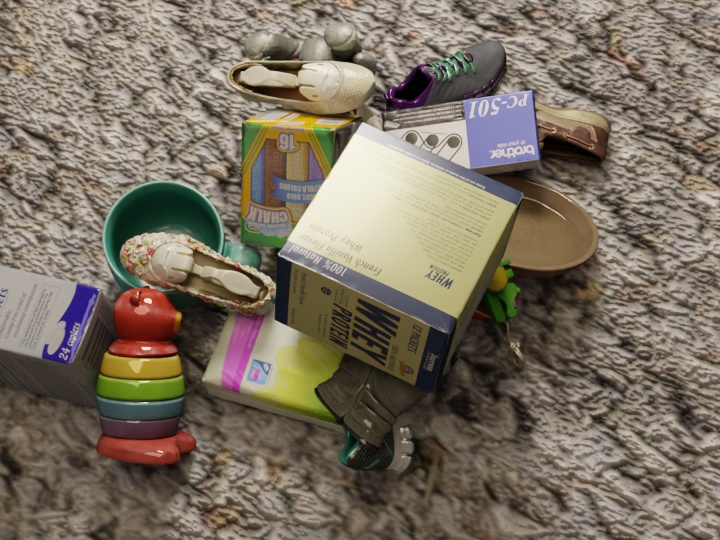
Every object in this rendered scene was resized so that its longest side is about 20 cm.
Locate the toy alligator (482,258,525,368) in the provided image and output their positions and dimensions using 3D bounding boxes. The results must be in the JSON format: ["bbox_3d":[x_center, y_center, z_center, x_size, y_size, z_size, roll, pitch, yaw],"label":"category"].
[{"bbox_3d":[0.162,0.016,1.537,0.054,0.059,0.200,-28,91,-20],"label":"toy alligator"}]

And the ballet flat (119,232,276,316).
[{"bbox_3d":[-0.191,0.000,1.568,0.199,0.064,0.076,17,82,-10],"label":"ballet flat"}]

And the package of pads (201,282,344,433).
[{"bbox_3d":[-0.077,0.103,1.620,0.199,0.068,0.155,15,67,10],"label":"package of pads"}]

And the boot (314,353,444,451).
[{"bbox_3d":[-0.008,0.099,1.481,0.131,0.068,0.200,-43,63,8],"label":"boot"}]

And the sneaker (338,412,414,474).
[{"bbox_3d":[0.004,0.142,1.524,0.091,0.078,0.201,-5,80,-22],"label":"sneaker"}]

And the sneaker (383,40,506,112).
[{"bbox_3d":[0.118,-0.259,1.759,0.200,0.088,0.074,-37,66,-11],"label":"sneaker"}]

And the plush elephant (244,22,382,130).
[{"bbox_3d":[-0.051,-0.230,1.736,0.164,0.200,0.155,-1,86,21],"label":"plush elephant"}]

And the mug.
[{"bbox_3d":[-0.236,-0.014,1.664,0.185,0.114,0.152,43,75,10],"label":"mug"}]

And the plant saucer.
[{"bbox_3d":[0.200,-0.054,1.640,0.199,0.030,0.200,7,38,-5],"label":"plant saucer"}]

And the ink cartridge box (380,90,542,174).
[{"bbox_3d":[0.130,-0.170,1.686,0.199,0.044,0.094,-7,79,12],"label":"ink cartridge box"}]

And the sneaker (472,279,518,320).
[{"bbox_3d":[0.085,0.017,1.603,0.200,0.115,0.079,31,66,-15],"label":"sneaker"}]

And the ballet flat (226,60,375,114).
[{"bbox_3d":[-0.079,-0.232,1.624,0.199,0.062,0.068,4,85,27],"label":"ballet flat"}]

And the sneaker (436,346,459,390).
[{"bbox_3d":[0.085,0.080,1.548,0.079,0.200,0.074,3,52,-15],"label":"sneaker"}]

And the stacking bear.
[{"bbox_3d":[-0.259,0.120,1.559,0.113,0.121,0.201,3,94,8],"label":"stacking bear"}]

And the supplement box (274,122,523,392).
[{"bbox_3d":[0.039,-0.014,1.405,0.199,0.134,0.200,24,59,10],"label":"supplement box"}]

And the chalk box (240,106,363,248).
[{"bbox_3d":[-0.074,-0.094,1.636,0.123,0.124,0.201,8,106,15],"label":"chalk box"}]

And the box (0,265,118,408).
[{"bbox_3d":[-0.401,0.080,1.603,0.199,0.184,0.105,12,68,11],"label":"box"}]

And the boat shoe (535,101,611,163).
[{"bbox_3d":[0.229,-0.177,1.719,0.199,0.072,0.072,10,65,4],"label":"boat shoe"}]
